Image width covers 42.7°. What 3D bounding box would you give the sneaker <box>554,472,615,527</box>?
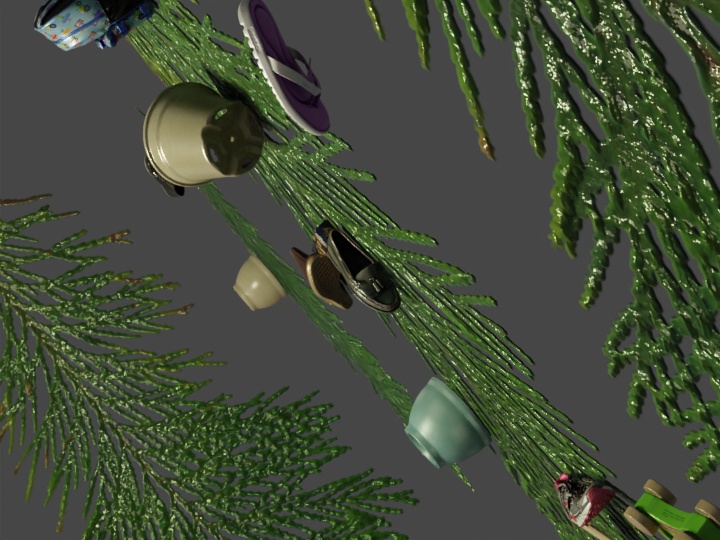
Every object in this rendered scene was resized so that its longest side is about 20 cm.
[{"bbox_3d":[0.369,0.382,1.558,0.075,0.080,0.200,48,170,12],"label":"sneaker"}]

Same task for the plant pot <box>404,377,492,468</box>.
[{"bbox_3d":[0.186,0.366,2.116,0.200,0.134,0.201,46,169,11],"label":"plant pot"}]

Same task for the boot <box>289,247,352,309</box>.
[{"bbox_3d":[-0.105,-0.002,1.965,0.166,0.072,0.200,38,169,37],"label":"boot"}]

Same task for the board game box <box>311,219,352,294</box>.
[{"bbox_3d":[-0.045,-0.024,1.937,0.136,0.035,0.200,48,170,5],"label":"board game box"}]

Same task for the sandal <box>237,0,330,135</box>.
[{"bbox_3d":[-0.089,-0.264,1.196,0.049,0.083,0.204,-18,120,31],"label":"sandal"}]

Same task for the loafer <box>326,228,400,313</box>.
[{"bbox_3d":[0.000,0.000,1.754,0.200,0.072,0.063,46,164,26],"label":"loafer"}]

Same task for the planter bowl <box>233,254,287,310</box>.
[{"bbox_3d":[-0.383,0.061,3.388,0.200,0.134,0.200,46,169,12],"label":"planter bowl"}]

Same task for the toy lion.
[{"bbox_3d":[0.465,0.372,1.201,0.191,0.069,0.200,43,171,-10],"label":"toy lion"}]

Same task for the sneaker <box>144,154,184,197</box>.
[{"bbox_3d":[-0.755,-0.374,3.590,0.106,0.075,0.201,8,139,56],"label":"sneaker"}]

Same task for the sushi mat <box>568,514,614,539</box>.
[{"bbox_3d":[0.466,0.499,1.643,0.199,0.012,0.096,35,171,-3],"label":"sushi mat"}]

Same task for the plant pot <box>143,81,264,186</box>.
[{"bbox_3d":[-0.279,-0.251,1.736,0.182,0.201,0.201,15,147,51],"label":"plant pot"}]

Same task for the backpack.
[{"bbox_3d":[-0.509,-0.486,1.738,0.135,0.200,0.182,54,168,-29],"label":"backpack"}]
